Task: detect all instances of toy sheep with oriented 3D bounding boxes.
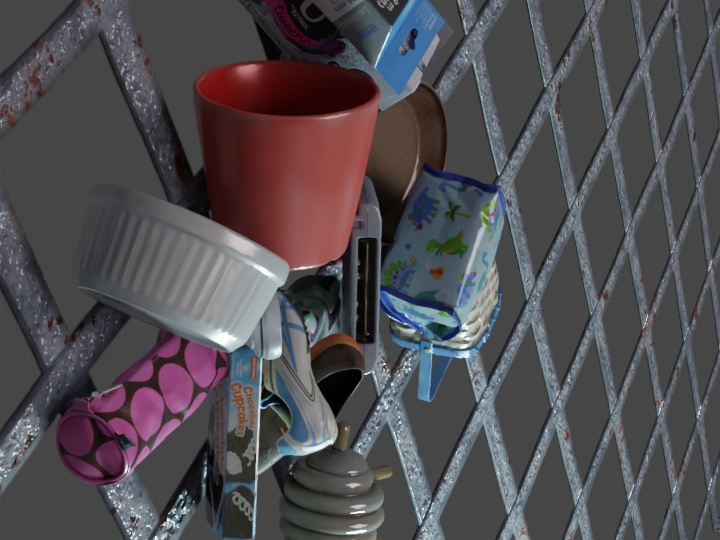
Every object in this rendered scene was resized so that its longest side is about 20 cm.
[{"bbox_3d":[-0.032,0.274,1.724,0.138,0.137,0.201,-11,107,-62],"label":"toy sheep"}]

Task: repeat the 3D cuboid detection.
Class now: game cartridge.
[{"bbox_3d":[0.000,0.000,1.666,0.133,0.041,0.201,-92,-177,-69],"label":"game cartridge"}]

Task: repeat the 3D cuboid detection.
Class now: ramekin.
[{"bbox_3d":[-0.173,0.003,1.353,0.202,0.201,0.095,36,74,-59],"label":"ramekin"}]

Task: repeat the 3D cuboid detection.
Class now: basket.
[{"bbox_3d":[0.115,0.053,1.980,0.177,0.138,0.201,-62,155,-45],"label":"basket"}]

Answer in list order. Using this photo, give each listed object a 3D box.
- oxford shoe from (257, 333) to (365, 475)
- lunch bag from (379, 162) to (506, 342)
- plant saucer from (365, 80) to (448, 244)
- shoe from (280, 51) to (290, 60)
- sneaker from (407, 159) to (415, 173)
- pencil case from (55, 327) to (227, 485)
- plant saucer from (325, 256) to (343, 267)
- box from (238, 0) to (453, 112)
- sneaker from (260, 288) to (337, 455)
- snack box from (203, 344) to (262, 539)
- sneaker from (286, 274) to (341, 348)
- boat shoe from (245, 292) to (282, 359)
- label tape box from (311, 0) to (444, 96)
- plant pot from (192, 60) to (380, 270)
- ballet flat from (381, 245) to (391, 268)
[{"bbox_3d":[-0.072,0.156,1.600,0.071,0.073,0.200,37,100,-25],"label":"oxford shoe"},{"bbox_3d":[0.102,-0.014,1.773,0.200,0.127,0.171,50,60,-71],"label":"lunch bag"},{"bbox_3d":[0.039,-0.132,1.775,0.200,0.036,0.202,-27,124,-49],"label":"plant saucer"},{"bbox_3d":[-0.052,-0.266,1.713,0.070,0.053,0.200,38,43,-6],"label":"shoe"},{"bbox_3d":[0.036,-0.185,1.862,0.089,0.074,0.200,-65,147,-32],"label":"sneaker"},{"bbox_3d":[-0.206,0.117,1.412,0.200,0.090,0.094,-48,128,-54],"label":"pencil case"},{"bbox_3d":[-0.038,-0.105,1.752,0.200,0.051,0.202,-10,101,-62],"label":"plant saucer"},{"bbox_3d":[-0.015,-0.282,1.620,0.200,0.114,0.132,47,45,-16],"label":"box"},{"bbox_3d":[-0.083,0.099,1.539,0.072,0.072,0.201,99,-25,-58],"label":"sneaker"},{"bbox_3d":[-0.134,0.173,1.539,0.116,0.037,0.201,-173,-94,-74],"label":"snack box"},{"bbox_3d":[-0.068,0.103,1.688,0.200,0.077,0.141,-40,127,-54],"label":"sneaker"},{"bbox_3d":[-0.124,0.043,1.480,0.200,0.066,0.074,-136,-137,-72],"label":"boat shoe"},{"bbox_3d":[0.019,-0.306,1.535,0.200,0.063,0.145,45,49,-18],"label":"label tape box"},{"bbox_3d":[-0.080,-0.108,1.538,0.200,0.199,0.178,-37,136,-56],"label":"plant pot"},{"bbox_3d":[0.045,-0.044,1.909,0.200,0.074,0.075,-54,139,-47],"label":"ballet flat"}]
